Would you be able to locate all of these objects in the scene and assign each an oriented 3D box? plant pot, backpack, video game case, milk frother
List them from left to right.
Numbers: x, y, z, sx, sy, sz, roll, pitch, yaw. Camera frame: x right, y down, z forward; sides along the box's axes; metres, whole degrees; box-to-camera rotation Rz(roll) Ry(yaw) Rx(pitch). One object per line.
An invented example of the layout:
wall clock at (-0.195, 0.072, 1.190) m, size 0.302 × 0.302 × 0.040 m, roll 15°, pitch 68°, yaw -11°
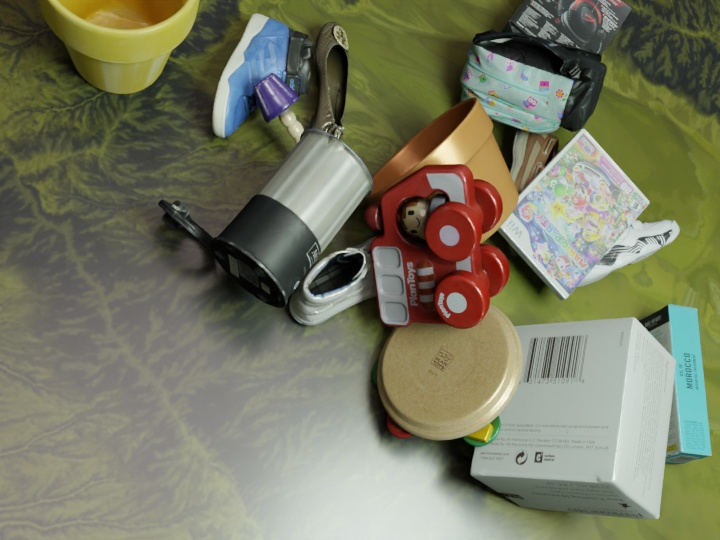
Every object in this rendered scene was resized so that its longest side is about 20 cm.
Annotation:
plant pot at (-0.308, -0.332, 1.141) m, size 0.196 × 0.189 × 0.206 m, roll 5°, pitch 69°, yaw -14°
milk frother at (-0.122, -0.084, 1.108) m, size 0.199 × 0.180 × 0.189 m, roll 40°, pitch 68°, yaw -5°
plant pot at (0.118, -0.110, 1.193) m, size 0.141 × 0.199 × 0.200 m, roll 49°, pitch 64°, yaw -13°
backpack at (0.240, -0.270, 1.280) m, size 0.196 × 0.129 × 0.167 m, roll 20°, pitch 20°, yaw 15°
video game case at (0.294, -0.080, 1.238) m, size 0.143 × 0.018 × 0.200 m, roll 46°, pitch 73°, yaw -2°

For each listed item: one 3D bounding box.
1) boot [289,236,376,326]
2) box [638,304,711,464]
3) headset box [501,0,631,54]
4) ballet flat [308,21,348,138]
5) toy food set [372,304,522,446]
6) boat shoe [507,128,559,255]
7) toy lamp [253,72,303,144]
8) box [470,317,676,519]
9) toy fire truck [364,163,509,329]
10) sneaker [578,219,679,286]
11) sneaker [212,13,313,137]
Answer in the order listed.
boot at (0.000, 0.000, 1.157) m, size 0.198 × 0.096 × 0.074 m, roll -35°, pitch 82°, yaw -24°
box at (0.430, 0.157, 1.232) m, size 0.048 × 0.082 × 0.205 m, roll 8°, pitch 69°, yaw -14°
headset box at (0.322, -0.388, 1.406) m, size 0.148 × 0.075 × 0.201 m, roll 37°, pitch 65°, yaw -1°
ballet flat at (-0.037, -0.261, 1.259) m, size 0.067 × 0.046 × 0.205 m, roll 26°, pitch 62°, yaw -43°
toy food set at (0.107, 0.123, 1.119) m, size 0.196 × 0.049 × 0.201 m, roll 12°, pitch 65°, yaw 31°
boat shoe at (0.246, -0.116, 1.273) m, size 0.070 × 0.076 × 0.204 m, roll 5°, pitch 67°, yaw 17°
toy lamp at (-0.072, -0.169, 1.191) m, size 0.058 × 0.058 × 0.202 m, roll -42°, pitch 105°, yaw -25°
box at (0.261, 0.179, 1.093) m, size 0.130 × 0.196 × 0.204 m, roll 35°, pitch 59°, yaw -38°
toy fire truck at (0.083, -0.025, 1.079) m, size 0.112 × 0.164 × 0.205 m, roll -42°, pitch 128°, yaw -56°
sneaker at (0.367, -0.062, 1.298) m, size 0.197 × 0.075 × 0.117 m, roll -22°, pitch 80°, yaw -19°
sneaker at (-0.126, -0.257, 1.226) m, size 0.109 × 0.077 × 0.203 m, roll 18°, pitch 60°, yaw 1°
